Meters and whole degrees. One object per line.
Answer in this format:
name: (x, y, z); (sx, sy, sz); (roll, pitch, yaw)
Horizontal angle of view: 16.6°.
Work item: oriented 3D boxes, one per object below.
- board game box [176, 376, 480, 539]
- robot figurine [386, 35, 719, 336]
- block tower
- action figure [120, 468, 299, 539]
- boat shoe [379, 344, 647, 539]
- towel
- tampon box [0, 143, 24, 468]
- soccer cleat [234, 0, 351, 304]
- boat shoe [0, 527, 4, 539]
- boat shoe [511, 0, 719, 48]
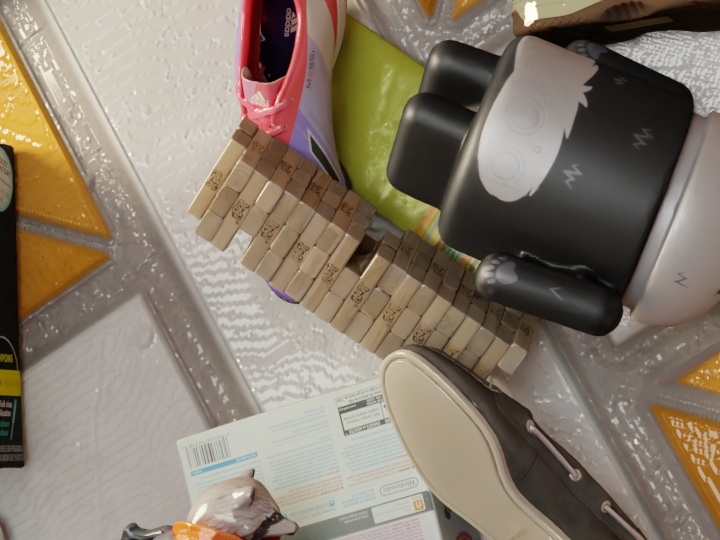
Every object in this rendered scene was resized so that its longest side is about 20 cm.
board game box: (-0.006, 0.173, 1.398); (0.146, 0.064, 0.202); (-17, 80, 20)
robot figurine: (0.117, -0.048, 1.319); (0.199, 0.125, 0.151); (22, 92, 4)
block tower: (0.000, 0.000, 1.365); (0.199, 0.054, 0.058); (33, 116, -4)
action figure: (-0.058, 0.206, 1.330); (0.198, 0.104, 0.195); (4, 93, 21)
boat shoe: (0.088, 0.114, 1.344); (0.200, 0.057, 0.067); (50, 136, -2)
towel: (0.035, -0.068, 1.422); (0.199, 0.018, 0.086); (36, 96, 19)
tampon box: (-0.290, 0.021, 1.468); (0.125, 0.150, 0.202); (-5, 85, 21)
soccer cleat: (-0.045, -0.080, 1.401); (0.068, 0.073, 0.202); (4, 96, 25)
boat shoe: (-0.316, 0.166, 1.517); (0.198, 0.060, 0.075); (6, 88, 21)
boat shoe: (0.176, -0.172, 1.343); (0.201, 0.075, 0.076); (-4, 79, 21)
